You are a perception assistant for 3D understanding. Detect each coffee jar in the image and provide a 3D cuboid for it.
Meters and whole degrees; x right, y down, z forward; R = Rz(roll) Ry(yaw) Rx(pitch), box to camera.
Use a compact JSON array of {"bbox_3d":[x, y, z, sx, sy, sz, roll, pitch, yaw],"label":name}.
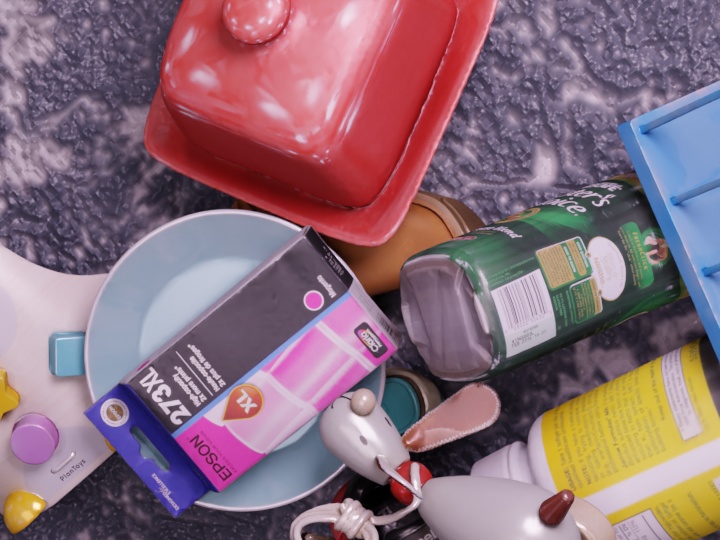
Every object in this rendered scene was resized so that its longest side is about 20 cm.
[{"bbox_3d":[0.129,-0.002,1.354,0.104,0.199,0.086,-11,98,61],"label":"coffee jar"}]

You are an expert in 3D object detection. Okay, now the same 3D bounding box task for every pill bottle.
[{"bbox_3d":[0.177,0.125,1.408,0.199,0.114,0.115,-27,93,18],"label":"pill bottle"}]

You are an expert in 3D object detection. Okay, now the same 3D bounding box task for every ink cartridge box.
[{"bbox_3d":[-0.078,0.070,1.408,0.200,0.037,0.095,-39,98,16],"label":"ink cartridge box"}]

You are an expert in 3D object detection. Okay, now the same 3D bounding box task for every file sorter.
[{"bbox_3d":[0.273,-0.030,1.311,0.122,0.138,0.201,-23,90,52],"label":"file sorter"}]

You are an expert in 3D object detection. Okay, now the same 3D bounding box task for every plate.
[{"bbox_3d":[-0.080,0.057,1.435,0.198,0.026,0.202,2,103,8],"label":"plate"}]

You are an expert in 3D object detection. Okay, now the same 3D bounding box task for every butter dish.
[{"bbox_3d":[-0.043,-0.143,1.372,0.199,0.148,0.201,23,87,21],"label":"butter dish"}]

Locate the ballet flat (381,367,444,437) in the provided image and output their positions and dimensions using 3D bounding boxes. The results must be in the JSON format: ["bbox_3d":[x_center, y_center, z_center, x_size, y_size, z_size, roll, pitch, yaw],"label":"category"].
[{"bbox_3d":[-0.032,0.109,1.489,0.198,0.069,0.070,-14,97,22],"label":"ballet flat"}]

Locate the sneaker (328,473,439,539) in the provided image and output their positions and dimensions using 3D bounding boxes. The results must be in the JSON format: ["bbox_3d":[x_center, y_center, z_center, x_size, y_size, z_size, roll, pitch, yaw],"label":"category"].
[{"bbox_3d":[0.053,0.200,1.406,0.071,0.098,0.201,-34,70,-18],"label":"sneaker"}]

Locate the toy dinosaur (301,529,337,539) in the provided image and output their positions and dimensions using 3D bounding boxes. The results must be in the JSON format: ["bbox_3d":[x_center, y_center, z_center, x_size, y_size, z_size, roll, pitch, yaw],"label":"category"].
[{"bbox_3d":[0.028,0.242,1.379,0.101,0.058,0.202,-10,104,52],"label":"toy dinosaur"}]

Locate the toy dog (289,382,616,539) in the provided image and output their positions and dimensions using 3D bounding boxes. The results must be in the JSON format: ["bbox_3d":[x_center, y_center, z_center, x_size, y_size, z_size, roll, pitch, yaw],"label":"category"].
[{"bbox_3d":[0.062,0.129,1.329,0.198,0.132,0.097,20,135,6],"label":"toy dog"}]

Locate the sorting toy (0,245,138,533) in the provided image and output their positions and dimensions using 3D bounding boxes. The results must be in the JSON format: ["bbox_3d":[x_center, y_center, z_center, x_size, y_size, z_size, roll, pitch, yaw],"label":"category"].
[{"bbox_3d":[-0.249,0.065,1.486,0.200,0.107,0.180,-41,114,18],"label":"sorting toy"}]

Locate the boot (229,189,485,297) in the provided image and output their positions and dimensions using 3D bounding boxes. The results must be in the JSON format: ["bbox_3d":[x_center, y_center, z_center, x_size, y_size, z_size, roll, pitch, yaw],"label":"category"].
[{"bbox_3d":[0.000,0.000,1.446,0.155,0.077,0.200,-44,82,13],"label":"boot"}]
